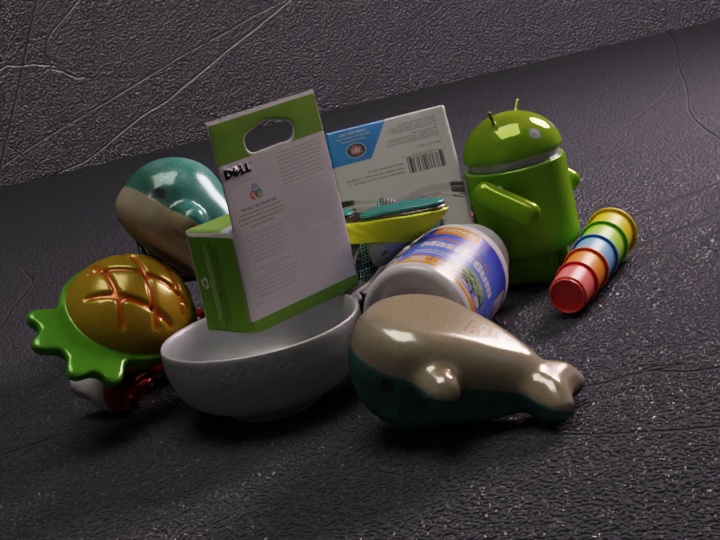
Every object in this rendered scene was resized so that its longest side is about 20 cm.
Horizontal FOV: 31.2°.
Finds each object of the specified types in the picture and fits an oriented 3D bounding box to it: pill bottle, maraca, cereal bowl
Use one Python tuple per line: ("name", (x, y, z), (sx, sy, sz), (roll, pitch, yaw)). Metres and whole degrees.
("pill bottle", (0.087, 0.018, 1.309), (0.111, 0.113, 0.200), (-7, 16, 24))
("maraca", (-0.245, 0.050, 1.296), (0.137, 0.108, 0.200), (32, 34, 13))
("cereal bowl", (-0.089, 0.090, 1.248), (0.198, 0.084, 0.200), (-12, 15, 3))

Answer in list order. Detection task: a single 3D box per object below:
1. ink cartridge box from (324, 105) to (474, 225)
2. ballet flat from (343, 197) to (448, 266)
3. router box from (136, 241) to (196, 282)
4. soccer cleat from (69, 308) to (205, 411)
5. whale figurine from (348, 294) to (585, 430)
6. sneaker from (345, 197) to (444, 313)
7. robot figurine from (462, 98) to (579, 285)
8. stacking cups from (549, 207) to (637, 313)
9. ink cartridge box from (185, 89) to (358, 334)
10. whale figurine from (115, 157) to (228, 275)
("ink cartridge box", (0.051, -0.070, 1.490), (0.145, 0.202, 0.084), (-13, -16, 1))
("ballet flat", (0.001, -0.036, 1.340), (0.198, 0.068, 0.067), (-3, 12, 22))
("router box", (-0.163, -0.041, 1.539), (0.198, 0.063, 0.150), (-9, 17, -15))
("soccer cleat", (-0.232, 0.091, 1.407), (0.085, 0.069, 0.200), (7, 27, 28))
("whale figurine", (0.085, 0.095, 1.096), (0.198, 0.105, 0.159), (17, 21, 13))
("sneaker", (0.000, 0.000, 1.398), (0.091, 0.078, 0.200), (36, 68, 25))
("robot figurine", (0.180, -0.088, 1.452), (0.115, 0.202, 0.175), (-6, 15, 31))
("stacking cups", (0.251, -0.010, 1.384), (0.060, 0.061, 0.200), (-7, 17, 24))
("ink cartridge box", (-0.093, -0.059, 1.246), (0.075, 0.202, 0.147), (1, 19, 45))
("whale figurine", (-0.159, -0.047, 1.370), (0.199, 0.104, 0.159), (29, -11, 10))
